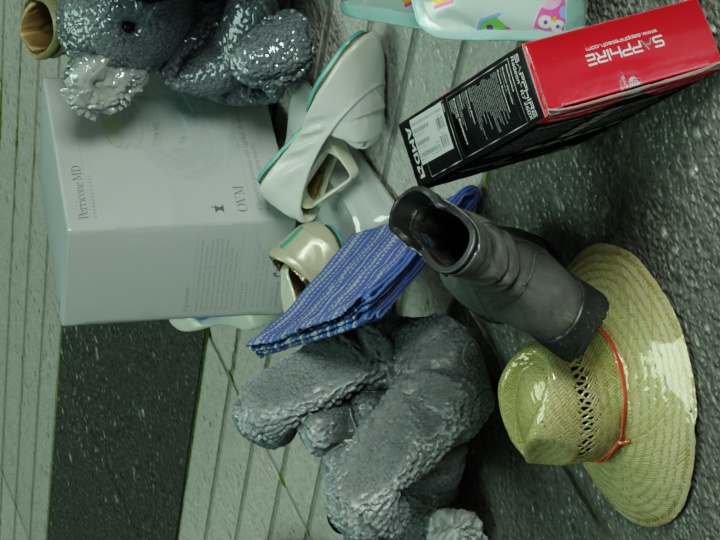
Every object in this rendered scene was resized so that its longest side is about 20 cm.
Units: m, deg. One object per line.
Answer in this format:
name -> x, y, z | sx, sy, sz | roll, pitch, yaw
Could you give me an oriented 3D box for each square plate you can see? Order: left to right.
square plate -> -0.026, -0.029, 1.873 | 0.198, 0.028, 0.201 | -124, 30, -42

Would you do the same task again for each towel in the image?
towel -> 0.000, 0.000, 1.664 | 0.024, 0.145, 0.200 | 48, 152, -12

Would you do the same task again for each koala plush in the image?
koala plush -> -0.164, -0.208, 1.843 | 0.184, 0.199, 0.179 | 135, 124, -66
koala plush -> 0.028, 0.147, 1.712 | 0.177, 0.183, 0.201 | 41, 161, 34

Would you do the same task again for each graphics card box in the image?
graphics card box -> 0.118, -0.106, 1.353 | 0.200, 0.125, 0.051 | -30, 78, 67

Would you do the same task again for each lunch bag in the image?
lunch bag -> 0.071, -0.238, 1.406 | 0.200, 0.121, 0.172 | 24, 122, 53

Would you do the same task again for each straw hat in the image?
straw hat -> 0.139, 0.084, 1.462 | 0.201, 0.085, 0.202 | 45, 142, 52

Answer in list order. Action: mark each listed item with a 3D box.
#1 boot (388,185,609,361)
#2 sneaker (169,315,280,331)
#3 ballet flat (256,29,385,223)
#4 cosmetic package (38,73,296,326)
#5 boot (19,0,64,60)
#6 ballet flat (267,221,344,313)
boot -> 0.070, -0.016, 1.434 | 0.070, 0.131, 0.200 | -59, 25, -3
sneaker -> -0.136, -0.004, 2.082 | 0.200, 0.076, 0.112 | 0, 108, 63
ballet flat -> -0.017, -0.109, 1.756 | 0.200, 0.069, 0.070 | -54, 51, 44
cosmetic package -> -0.174, -0.067, 1.930 | 0.123, 0.199, 0.200 | 98, 162, -44
boot -> -0.261, -0.247, 2.147 | 0.200, 0.155, 0.073 | -164, 63, -65
ballet flat -> -0.022, 0.059, 1.808 | 0.069, 0.069, 0.201 | 7, 122, 67
